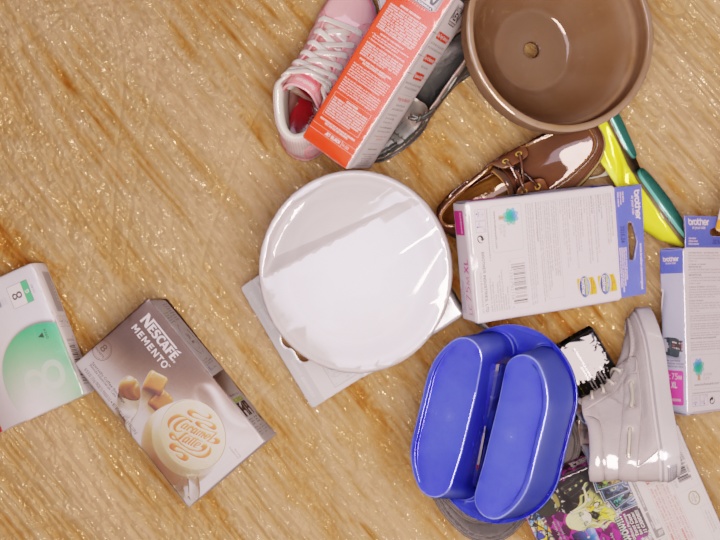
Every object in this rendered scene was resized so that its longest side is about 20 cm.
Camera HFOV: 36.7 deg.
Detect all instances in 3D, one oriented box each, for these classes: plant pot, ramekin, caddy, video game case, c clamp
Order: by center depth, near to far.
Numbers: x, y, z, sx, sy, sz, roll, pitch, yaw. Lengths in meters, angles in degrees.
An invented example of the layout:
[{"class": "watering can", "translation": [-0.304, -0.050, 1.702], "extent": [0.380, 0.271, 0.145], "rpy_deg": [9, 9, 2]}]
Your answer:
[{"class": "caddy", "translation": [0.135, 0.153, 1.080], "extent": [0.140, 0.105, 0.202], "rpy_deg": [15, 93, 27]}, {"class": "video game case", "translation": [0.280, 0.278, 1.118], "extent": [0.180, 0.036, 0.201], "rpy_deg": [-26, 97, 5]}, {"class": "plant pot", "translation": [0.191, -0.237, 1.122], "extent": [0.199, 0.093, 0.203], "rpy_deg": [0, 90, -13]}, {"class": "ramekin", "translation": [0.000, 0.000, 1.128], "extent": [0.200, 0.094, 0.204], "rpy_deg": [0, 92, 9]}, {"class": "c clamp", "translation": [0.138, 0.179, 1.145], "extent": [0.170, 0.027, 0.201], "rpy_deg": [35, 97, 3]}]

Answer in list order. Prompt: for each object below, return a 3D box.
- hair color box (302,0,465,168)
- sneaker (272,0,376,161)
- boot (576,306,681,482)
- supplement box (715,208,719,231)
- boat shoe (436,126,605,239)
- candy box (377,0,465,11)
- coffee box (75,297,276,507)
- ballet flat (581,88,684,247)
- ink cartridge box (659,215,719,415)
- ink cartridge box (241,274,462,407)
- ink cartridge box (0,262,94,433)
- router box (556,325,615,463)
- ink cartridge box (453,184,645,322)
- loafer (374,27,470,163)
[{"class": "hair color box", "translation": [0.029, -0.203, 1.113], "extent": [0.061, 0.101, 0.201], "rpy_deg": [36, 102, 9]}, {"class": "sneaker", "translation": [-0.038, -0.220, 1.176], "extent": [0.075, 0.105, 0.202], "rpy_deg": [21, 90, 8]}, {"class": "boot", "translation": [0.258, 0.120, 1.087], "extent": [0.095, 0.074, 0.201], "rpy_deg": [-4, 46, 9]}, {"class": "supplement box", "translation": [0.451, -0.122, 1.113], "extent": [0.125, 0.073, 0.202], "rpy_deg": [14, 90, -31]}, {"class": "boat shoe", "translation": [0.168, -0.092, 1.149], "extent": [0.199, 0.067, 0.072], "rpy_deg": [-31, 82, 18]}, {"class": "candy box", "translation": [0.101, -0.375, 1.180], "extent": [0.198, 0.072, 0.169], "rpy_deg": [-12, 88, 5]}, {"class": "coffee box", "translation": [-0.201, 0.141, 1.196], "extent": [0.114, 0.080, 0.200], "rpy_deg": [-39, 86, 4]}, {"class": "ballet flat", "translation": [0.279, -0.102, 1.168], "extent": [0.067, 0.067, 0.201], "rpy_deg": [-32, 83, 25]}, {"class": "ink cartridge box", "translation": [0.367, 0.045, 1.133], "extent": [0.118, 0.042, 0.202], "rpy_deg": [-1, 91, -31]}, {"class": "ink cartridge box", "translation": [-0.008, 0.032, 1.201], "extent": [0.199, 0.047, 0.161], "rpy_deg": [-33, 86, 10]}, {"class": "ink cartridge box", "translation": [-0.423, 0.103, 1.237], "extent": [0.199, 0.050, 0.162], "rpy_deg": [-24, 87, 3]}, {"class": "router box", "translation": [0.235, 0.183, 1.165], "extent": [0.148, 0.051, 0.201], "rpy_deg": [-30, 86, 6]}, {"class": "ink cartridge box", "translation": [0.196, -0.021, 1.109], "extent": [0.198, 0.042, 0.121], "rpy_deg": [-8, 97, -16]}, {"class": "loafer", "translation": [0.065, -0.202, 1.184], "extent": [0.072, 0.063, 0.200], "rpy_deg": [44, 93, 5]}]
